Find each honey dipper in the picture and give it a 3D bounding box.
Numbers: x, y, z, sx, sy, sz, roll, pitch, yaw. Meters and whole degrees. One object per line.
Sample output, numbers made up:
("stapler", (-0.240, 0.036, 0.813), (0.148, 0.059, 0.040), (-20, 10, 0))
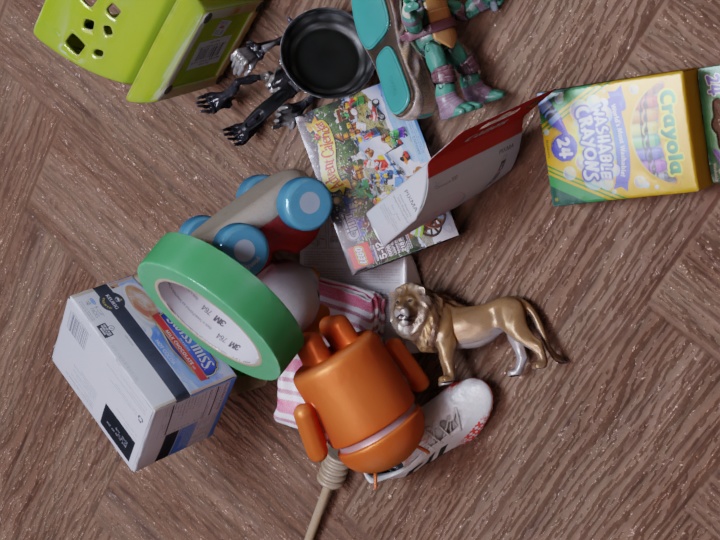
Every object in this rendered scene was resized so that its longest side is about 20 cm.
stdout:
("honey dipper", (-0.054, 0.321, 1.752), (0.038, 0.038, 0.201), (30, 119, 24))

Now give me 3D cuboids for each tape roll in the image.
("tape roll", (-0.157, 0.042, 1.481), (0.200, 0.048, 0.201), (31, 158, 14))

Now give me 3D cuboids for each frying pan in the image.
("frying pan", (-0.052, -0.219, 1.545), (0.115, 0.031, 0.191), (23, 74, -3))

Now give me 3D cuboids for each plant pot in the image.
("plant pot", (-0.247, -0.324, 1.637), (0.181, 0.200, 0.199), (41, 120, 10))

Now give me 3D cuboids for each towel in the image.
("towel", (-0.043, 0.111, 1.631), (0.146, 0.030, 0.201), (12, 104, 32))

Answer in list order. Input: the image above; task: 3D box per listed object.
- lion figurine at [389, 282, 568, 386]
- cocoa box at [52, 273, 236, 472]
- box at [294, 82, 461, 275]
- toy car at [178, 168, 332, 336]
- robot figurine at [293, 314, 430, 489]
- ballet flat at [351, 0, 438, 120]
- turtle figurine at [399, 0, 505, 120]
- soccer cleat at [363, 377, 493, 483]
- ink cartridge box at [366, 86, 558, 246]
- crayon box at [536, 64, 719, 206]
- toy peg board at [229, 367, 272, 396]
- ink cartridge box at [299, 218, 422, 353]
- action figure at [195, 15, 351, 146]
("lion figurine", (0.135, 0.066, 1.543), (0.199, 0.072, 0.123), (-7, 79, 6))
("cocoa box", (-0.274, 0.123, 1.675), (0.200, 0.131, 0.134), (49, 137, 23))
("box", (0.021, -0.111, 1.564), (0.136, 0.038, 0.201), (-21, 88, 8))
("toy car", (-0.092, 0.002, 1.567), (0.200, 0.177, 0.184), (59, 163, -17))
("robot figurine", (-0.002, 0.150, 1.533), (0.116, 0.144, 0.200), (-27, 97, 33))
("ballet flat", (0.042, -0.258, 1.526), (0.068, 0.067, 0.201), (-34, 64, 46))
("turtle figurine", (0.092, -0.273, 1.461), (0.101, 0.149, 0.201), (-6, 107, 55))
("soccer cleat", (0.081, 0.198, 1.602), (0.200, 0.085, 0.069), (-40, 78, 33))
("ink cartridge box", (0.116, -0.110, 1.429), (0.200, 0.162, 0.057), (-31, 88, 53))
("crayon box", (0.293, -0.142, 1.404), (0.199, 0.052, 0.126), (-5, 98, 34))
("toy peg board", (-0.248, 0.089, 1.787), (0.199, 0.098, 0.201), (-19, 90, 35))
("ink cartridge box", (0.000, 0.000, 1.643), (0.160, 0.050, 0.201), (1, 89, 33))
("action figure", (-0.105, -0.226, 1.617), (0.200, 0.102, 0.119), (-32, 98, 34))
